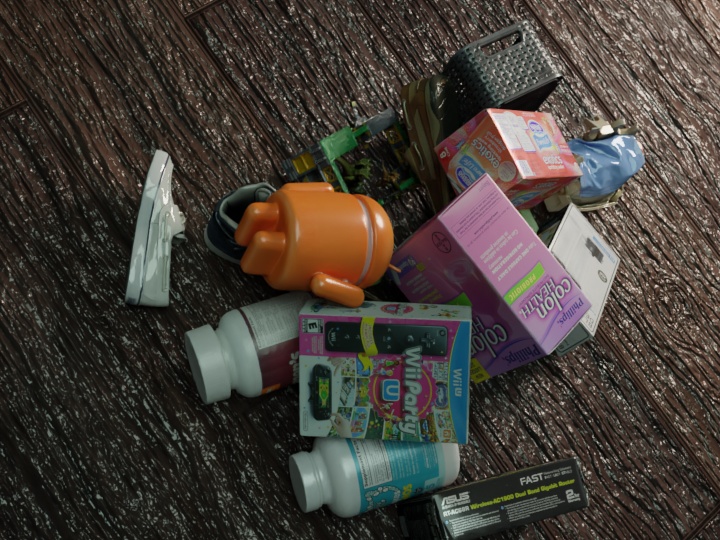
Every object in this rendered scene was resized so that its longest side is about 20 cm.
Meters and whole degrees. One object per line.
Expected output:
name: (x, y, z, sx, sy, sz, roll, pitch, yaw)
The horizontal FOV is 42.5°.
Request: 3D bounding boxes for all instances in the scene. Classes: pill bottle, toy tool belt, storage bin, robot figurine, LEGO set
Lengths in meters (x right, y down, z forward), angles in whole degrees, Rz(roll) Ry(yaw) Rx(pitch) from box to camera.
pill bottle: (0.015, 0.235, 1.141, 0.197, 0.111, 0.113, -13, 76, -17)
pill bottle: (-0.111, 0.092, 1.154, 0.197, 0.110, 0.111, -17, 77, -19)
toy tool belt: (0.356, -0.162, 1.353, 0.197, 0.123, 0.126, -22, 79, -21)
storage bin: (0.174, -0.238, 1.287, 0.134, 0.200, 0.095, -27, 81, -21)
robot figurine: (-0.045, -0.032, 1.083, 0.197, 0.144, 0.119, 0, 108, -29)
LEGO set: (-0.013, -0.132, 1.270, 0.200, 0.115, 0.155, -44, 107, -35)

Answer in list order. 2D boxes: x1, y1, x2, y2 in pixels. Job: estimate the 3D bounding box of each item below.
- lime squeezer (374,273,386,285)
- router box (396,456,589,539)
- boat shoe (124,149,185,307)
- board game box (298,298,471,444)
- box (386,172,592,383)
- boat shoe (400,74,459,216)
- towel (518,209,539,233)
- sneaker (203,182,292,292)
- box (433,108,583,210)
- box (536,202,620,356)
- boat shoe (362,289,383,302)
lime squeezer: (0.000, 0.000, 1.205, 0.197, 0.070, 0.039, 0, 84, -27)
router box: (0.159, 0.288, 1.141, 0.196, 0.150, 0.063, -11, 76, -17)
boat shoe: (-0.255, -0.053, 1.185, 0.065, 0.072, 0.204, 11, 71, -16)
board game box: (0.029, 0.116, 1.077, 0.196, 0.064, 0.151, 1, 102, 6)
box: (0.146, 0.016, 1.124, 0.096, 0.176, 0.201, -41, 92, -28)
boat shoe: (0.097, -0.160, 1.241, 0.075, 0.073, 0.204, -36, 122, -53)
towel: (0.236, 0.006, 1.279, 0.148, 0.031, 0.203, -7, 71, -51)
sneaker: (-0.098, -0.038, 1.182, 0.199, 0.146, 0.078, 18, 67, -10)
box: (0.196, -0.142, 1.210, 0.199, 0.094, 0.104, -12, 73, -55)
box: (0.279, 0.009, 1.256, 0.117, 0.060, 0.200, 48, 39, -7)
boat shoe: (0.036, 0.088, 1.163, 0.075, 0.075, 0.201, -48, 52, -7)
